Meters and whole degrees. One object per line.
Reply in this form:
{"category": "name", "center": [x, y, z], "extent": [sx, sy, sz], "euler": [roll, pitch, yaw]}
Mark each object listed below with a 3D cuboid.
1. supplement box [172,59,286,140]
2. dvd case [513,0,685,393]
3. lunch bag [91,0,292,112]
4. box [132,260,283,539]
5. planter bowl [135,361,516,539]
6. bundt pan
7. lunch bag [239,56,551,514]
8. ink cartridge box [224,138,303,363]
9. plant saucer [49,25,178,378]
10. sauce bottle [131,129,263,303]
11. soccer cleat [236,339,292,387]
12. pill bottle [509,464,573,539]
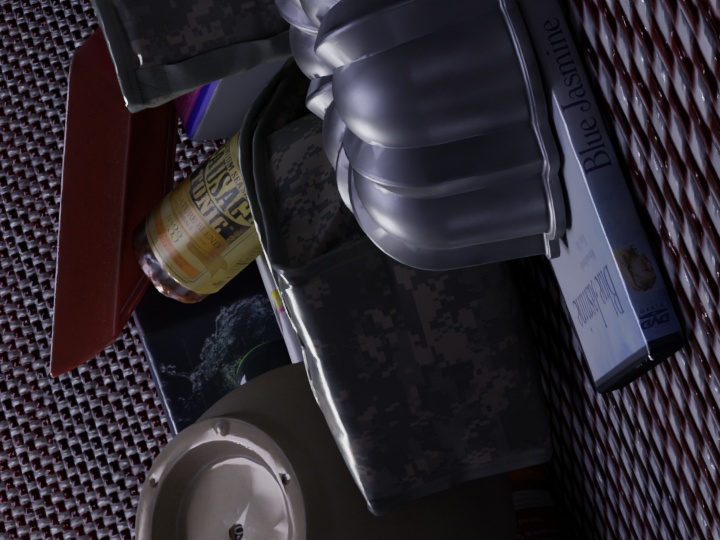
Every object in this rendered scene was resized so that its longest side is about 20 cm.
{"category": "supplement box", "center": [-0.074, -0.183, 1.449], "extent": [0.103, 0.101, 0.200], "euler": [-61, 42, 43]}
{"category": "dvd case", "center": [0.077, -0.052, 0.966], "extent": [0.143, 0.017, 0.201], "euler": [107, 143, -81]}
{"category": "lunch bag", "center": [-0.064, -0.171, 1.217], "extent": [0.200, 0.163, 0.118], "euler": [-114, 10, -48]}
{"category": "box", "center": [-0.029, 0.076, 1.591], "extent": [0.117, 0.199, 0.197], "euler": [-121, 13, -68]}
{"category": "planter bowl", "center": [-0.034, 0.140, 1.299], "extent": [0.135, 0.200, 0.201], "euler": [9, -126, -53]}
{"category": "bundt pan", "center": [0.014, -0.090, 0.983], "extent": [0.202, 0.075, 0.203], "euler": [162, 90, -84]}
{"category": "lunch bag", "center": [0.012, -0.010, 1.221], "extent": [0.200, 0.117, 0.164], "euler": [-104, -3, -53]}
{"category": "ink cartridge box", "center": [0.000, 0.000, 1.466], "extent": [0.068, 0.115, 0.201], "euler": [82, 169, -65]}
{"category": "plant saucer", "center": [-0.145, -0.058, 1.484], "extent": [0.200, 0.037, 0.201], "euler": [-69, -13, -69]}
{"category": "sauce bottle", "center": [-0.049, -0.059, 1.397], "extent": [0.066, 0.200, 0.066], "euler": [35, -149, -24]}
{"category": "soccer cleat", "center": [0.016, 0.102, 1.501], "extent": [0.200, 0.068, 0.081], "euler": [27, -171, -17]}
{"category": "pill bottle", "center": [0.082, 0.208, 1.357], "extent": [0.113, 0.113, 0.201], "euler": [83, 167, -68]}
